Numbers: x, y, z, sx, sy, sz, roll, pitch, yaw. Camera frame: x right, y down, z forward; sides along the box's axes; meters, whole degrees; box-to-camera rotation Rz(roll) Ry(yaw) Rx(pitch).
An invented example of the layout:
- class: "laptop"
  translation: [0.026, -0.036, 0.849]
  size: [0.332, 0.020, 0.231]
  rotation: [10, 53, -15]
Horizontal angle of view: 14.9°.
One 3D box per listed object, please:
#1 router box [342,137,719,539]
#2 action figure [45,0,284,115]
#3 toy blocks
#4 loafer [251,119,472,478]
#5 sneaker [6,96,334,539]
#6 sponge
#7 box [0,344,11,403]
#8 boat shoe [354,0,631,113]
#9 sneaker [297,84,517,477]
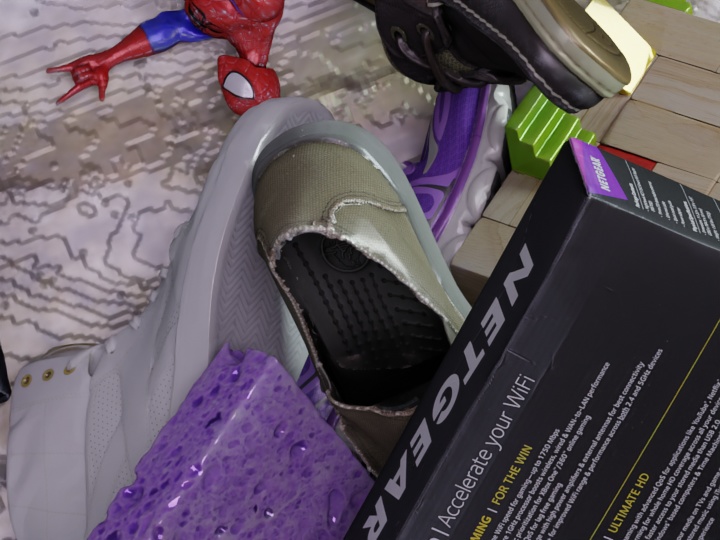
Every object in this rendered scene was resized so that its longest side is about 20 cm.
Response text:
- class: "router box"
  translation: [0.092, 0.073, 0.948]
  size: [0.149, 0.051, 0.200]
  rotation: [23, 111, -16]
- class: "action figure"
  translation: [-0.095, -0.147, 1.089]
  size: [0.099, 0.065, 0.201]
  rotation: [-22, 88, -16]
- class: "toy blocks"
  translation: [0.132, -0.020, 1.056]
  size: [0.136, 0.100, 0.200]
  rotation: [20, 58, 26]
- class: "loafer"
  translation: [0.016, 0.044, 0.994]
  size: [0.075, 0.070, 0.200]
  rotation: [-26, 110, 22]
- class: "sneaker"
  translation: [-0.080, 0.024, 1.051]
  size: [0.115, 0.074, 0.201]
  rotation: [13, 87, 39]
- class: "sponge"
  translation: [-0.024, 0.129, 1.027]
  size: [0.112, 0.030, 0.200]
  rotation: [-55, 134, -19]
- class: "box"
  translation: [-0.202, -0.038, 1.002]
  size: [0.117, 0.197, 0.201]
  rotation: [-12, 88, -7]
- class: "boat shoe"
  translation: [0.039, -0.097, 1.050]
  size: [0.065, 0.200, 0.073]
  rotation: [-47, 119, 5]
- class: "sneaker"
  translation: [0.000, 0.000, 1.087]
  size: [0.083, 0.081, 0.201]
  rotation: [28, 80, 8]
